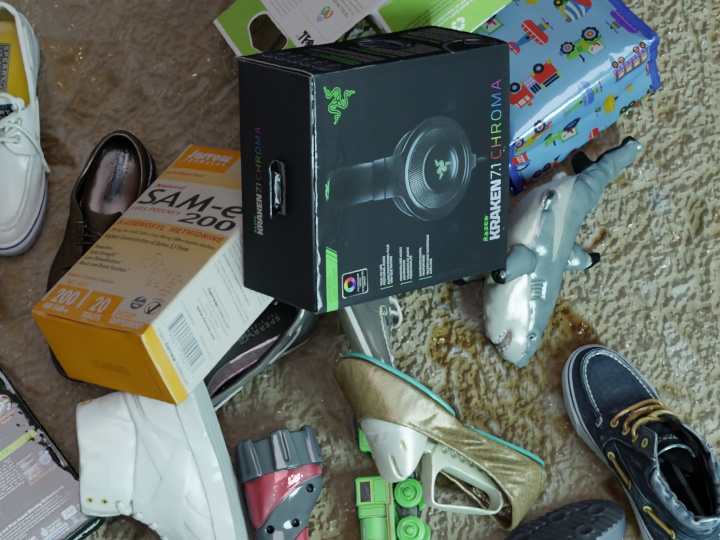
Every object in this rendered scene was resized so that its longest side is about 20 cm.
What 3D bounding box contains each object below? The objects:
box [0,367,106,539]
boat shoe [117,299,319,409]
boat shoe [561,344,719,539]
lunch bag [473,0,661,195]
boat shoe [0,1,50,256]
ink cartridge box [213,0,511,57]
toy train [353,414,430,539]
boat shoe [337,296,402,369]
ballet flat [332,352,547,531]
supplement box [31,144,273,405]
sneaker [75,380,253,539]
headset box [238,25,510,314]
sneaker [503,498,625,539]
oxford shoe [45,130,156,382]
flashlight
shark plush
[{"bbox_3d":[-0.328,0.171,1.610,0.200,0.048,0.193,-38,76,-8],"label":"box"},{"bbox_3d":[-0.119,0.072,1.619,0.199,0.057,0.067,-36,78,-8],"label":"boat shoe"},{"bbox_3d":[0.217,0.123,1.575,0.070,0.091,0.201,-19,61,-15],"label":"boat shoe"},{"bbox_3d":[0.120,-0.190,1.684,0.150,0.094,0.200,-36,68,-6],"label":"lunch bag"},{"bbox_3d":[-0.283,-0.117,1.661,0.074,0.086,0.204,1,75,1],"label":"boat shoe"},{"bbox_3d":[-0.001,-0.207,1.653,0.200,0.076,0.148,-38,38,3],"label":"ink cartridge box"},{"bbox_3d":[0.023,0.182,1.608,0.056,0.042,0.202,-5,76,9],"label":"toy train"},{"bbox_3d":[0.000,0.000,1.631,0.057,0.067,0.201,-20,65,-7],"label":"boat shoe"},{"bbox_3d":[0.054,0.136,1.570,0.199,0.068,0.073,34,64,-27],"label":"ballet flat"},{"bbox_3d":[-0.131,-0.002,1.574,0.125,0.074,0.200,9,47,40],"label":"supplement box"},{"bbox_3d":[-0.149,0.178,1.579,0.115,0.074,0.202,-16,100,5],"label":"sneaker"},{"bbox_3d":[0.006,-0.076,1.529,0.199,0.092,0.176,-12,110,-37],"label":"headset box"},{"bbox_3d":[0.126,0.251,1.585,0.199,0.070,0.082,-33,117,-19],"label":"sneaker"},{"bbox_3d":[-0.208,-0.015,1.637,0.072,0.084,0.202,7,77,1],"label":"oxford shoe"},{"bbox_3d":[-0.042,0.221,1.588,0.068,0.067,0.202,-4,74,-47],"label":"flashlight"},{"bbox_3d":[0.153,-0.024,1.663,0.083,0.091,0.201,42,63,-15],"label":"shark plush"}]
